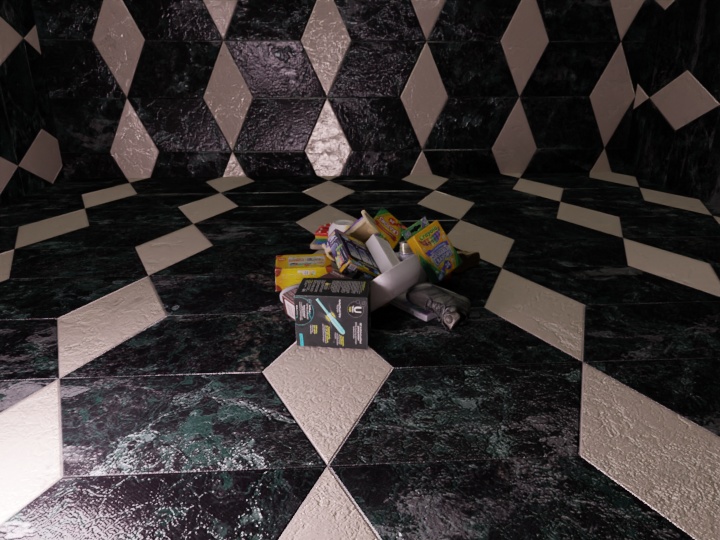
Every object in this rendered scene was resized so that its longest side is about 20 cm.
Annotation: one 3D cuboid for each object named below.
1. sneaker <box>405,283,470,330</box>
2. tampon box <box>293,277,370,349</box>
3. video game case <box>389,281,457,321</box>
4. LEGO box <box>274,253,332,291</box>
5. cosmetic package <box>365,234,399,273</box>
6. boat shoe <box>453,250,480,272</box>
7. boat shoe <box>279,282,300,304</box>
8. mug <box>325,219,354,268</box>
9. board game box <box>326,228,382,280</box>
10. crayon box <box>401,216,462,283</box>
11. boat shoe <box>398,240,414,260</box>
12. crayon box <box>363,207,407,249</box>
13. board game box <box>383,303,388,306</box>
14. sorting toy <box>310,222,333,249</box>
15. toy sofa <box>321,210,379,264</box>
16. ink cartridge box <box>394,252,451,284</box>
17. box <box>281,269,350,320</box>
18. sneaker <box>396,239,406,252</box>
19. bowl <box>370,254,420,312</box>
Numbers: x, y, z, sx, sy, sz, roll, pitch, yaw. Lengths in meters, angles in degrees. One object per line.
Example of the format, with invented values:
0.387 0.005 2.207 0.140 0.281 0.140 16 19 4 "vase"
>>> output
0.225 0.103 1.510 0.194 0.078 0.115 19 26 -1 "sneaker"
-0.071 0.113 1.422 0.194 0.154 0.127 2 22 5 "tampon box"
0.209 0.094 1.655 0.197 0.024 0.180 -16 27 -37 "video game case"
-0.195 0.004 1.807 0.194 0.079 0.149 -2 20 -6 "LEGO box"
0.090 -0.026 1.744 0.082 0.051 0.202 25 29 -46 "cosmetic package"
0.363 -0.036 1.935 0.197 0.074 0.064 -6 14 -44 "boat shoe"
-0.177 0.065 1.663 0.196 0.074 0.065 -16 21 -37 "boat shoe"
-0.046 -0.107 1.990 0.181 0.158 0.150 -4 20 -13 "mug"
-0.006 -0.033 1.729 0.198 0.057 0.167 25 28 -41 "board game box"
0.241 -0.076 1.759 0.124 0.203 0.051 -33 0 -29 "crayon box"
0.210 -0.084 1.818 0.071 0.064 0.197 19 27 41 "boat shoe"
0.076 -0.124 1.919 0.126 0.051 0.201 39 52 -4 "crayon box"
-0.019 0.097 1.640 0.194 0.031 0.096 -6 22 -20 "board game box"
-0.096 -0.149 2.216 0.194 0.072 0.199 3 21 10 "sorting toy"
-0.037 -0.119 1.827 0.198 0.083 0.099 -38 46 14 "toy sofa"
0.201 -0.012 1.840 0.195 0.086 0.145 -11 23 -28 "ink cartridge box"
-0.126 0.078 1.575 0.197 0.077 0.099 -24 27 -28 "box"
0.184 -0.088 1.987 0.086 0.076 0.200 -22 5 0 "sneaker"
0.081 0.047 1.546 0.198 0.076 0.199 -31 -4 -43 "bowl"
